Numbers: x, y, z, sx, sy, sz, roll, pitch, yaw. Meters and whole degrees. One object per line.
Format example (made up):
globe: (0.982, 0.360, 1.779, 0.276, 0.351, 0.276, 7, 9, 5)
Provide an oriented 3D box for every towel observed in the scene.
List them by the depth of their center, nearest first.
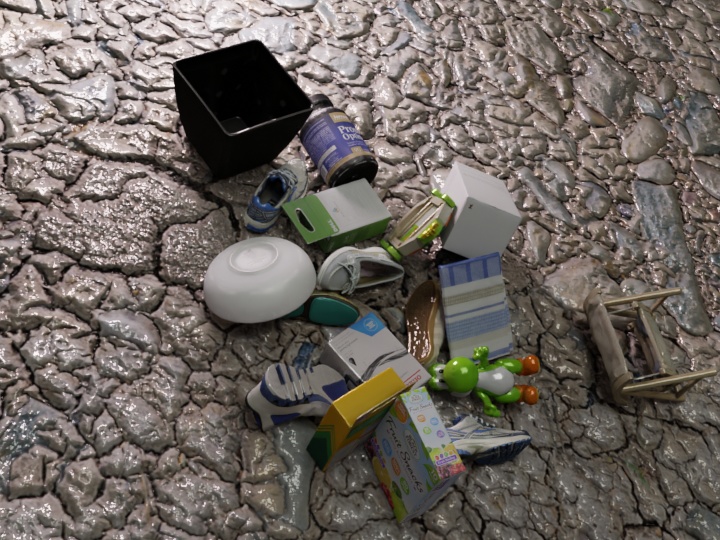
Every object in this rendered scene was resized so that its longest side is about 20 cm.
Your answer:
towel: (0.214, 0.075, 1.563, 0.146, 0.024, 0.201, -13, 99, -29)

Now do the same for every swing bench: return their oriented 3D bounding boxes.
swing bench: (0.543, 0.146, 1.642, 0.199, 0.130, 0.199, 0, 57, -14)

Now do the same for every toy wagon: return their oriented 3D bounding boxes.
toy wagon: (0.115, -0.081, 1.599, 0.155, 0.200, 0.040, -45, 108, 1)

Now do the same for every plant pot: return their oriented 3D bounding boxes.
plant pot: (-0.241, -0.297, 1.630, 0.199, 0.178, 0.200, -26, 69, -33)

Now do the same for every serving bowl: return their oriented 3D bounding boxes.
serving bowl: (-0.179, 0.001, 1.458, 0.199, 0.066, 0.200, -5, 37, 4)

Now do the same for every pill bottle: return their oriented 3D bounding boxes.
pill bottle: (-0.056, -0.259, 1.713, 0.112, 0.112, 0.200, -17, 64, -30)

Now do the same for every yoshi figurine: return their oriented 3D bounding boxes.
yoshi figurine: (0.220, 0.191, 1.482, 0.199, 0.112, 0.113, 3, 39, -13)

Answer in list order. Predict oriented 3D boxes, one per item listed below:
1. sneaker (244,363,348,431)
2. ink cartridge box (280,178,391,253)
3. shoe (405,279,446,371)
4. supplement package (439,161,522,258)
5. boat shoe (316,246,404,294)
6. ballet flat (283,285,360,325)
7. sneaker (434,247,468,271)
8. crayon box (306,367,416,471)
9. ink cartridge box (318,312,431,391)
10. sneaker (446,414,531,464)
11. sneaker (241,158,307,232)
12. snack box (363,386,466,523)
sneaker: (-0.114, 0.210, 1.381, 0.199, 0.115, 0.081, 18, 47, -46)
ink cartridge box: (-0.051, -0.101, 1.636, 0.200, 0.059, 0.104, -21, 65, -31)
shoe: (0.122, 0.105, 1.563, 0.053, 0.070, 0.200, 48, 37, -36)
supplement package: (0.224, -0.113, 1.659, 0.117, 0.118, 0.200, 21, 24, -11)
boat shoe: (0.000, 0.001, 1.542, 0.065, 0.075, 0.202, 32, 23, 31)
ballet flat: (-0.099, 0.055, 1.508, 0.199, 0.071, 0.071, 4, 55, -18)
sneaker: (0.178, 0.017, 1.636, 0.099, 0.071, 0.200, 27, 48, 5)
crayon box: (-0.001, 0.229, 1.329, 0.126, 0.200, 0.052, -27, 68, -33)
ink cartridge box: (0.039, 0.184, 1.461, 0.116, 0.068, 0.200, -34, 73, -35)
sneaker: (0.199, 0.281, 1.439, 0.199, 0.077, 0.085, -1, 53, -22)
sneaker: (-0.151, -0.159, 1.623, 0.077, 0.085, 0.200, 30, 51, 2)
snack box: (0.079, 0.291, 1.315, 0.053, 0.200, 0.143, -14, 62, -27)
